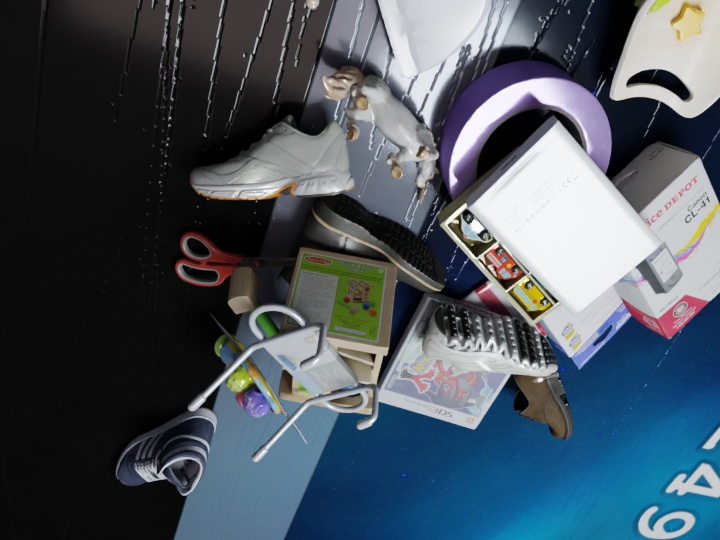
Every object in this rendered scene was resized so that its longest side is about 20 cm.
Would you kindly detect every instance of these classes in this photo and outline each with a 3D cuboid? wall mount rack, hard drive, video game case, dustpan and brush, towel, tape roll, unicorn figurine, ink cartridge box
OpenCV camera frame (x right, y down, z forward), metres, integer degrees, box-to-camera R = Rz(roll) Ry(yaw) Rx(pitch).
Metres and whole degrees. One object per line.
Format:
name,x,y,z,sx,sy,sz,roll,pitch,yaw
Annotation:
wall mount rack,-0.080,0.133,0.691,0.170,0.076,0.201,-19,128,25
hard drive,0.232,-0.055,0.718,0.199,0.026,0.132,40,110,-20
video game case,0.136,0.139,0.934,0.177,0.023,0.204,18,119,-13
dustpan and brush,0.115,-0.304,0.658,0.194,0.058,0.142,-16,125,12
towel,0.203,0.077,0.924,0.198,0.023,0.144,-36,119,16
tape roll,0.194,-0.140,0.759,0.193,0.066,0.205,-4,123,-5
unicorn figurine,0.042,-0.152,0.709,0.072,0.138,0.203,-26,108,22
ink cartridge box,0.392,-0.036,0.820,0.147,0.086,0.200,-42,120,2
ink cartridge box,0.292,0.032,0.874,0.119,0.042,0.201,-44,117,-3

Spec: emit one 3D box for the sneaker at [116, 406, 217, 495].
sneaker,-0.303,0.297,0.950,0.197,0.110,0.070,-34,120,15

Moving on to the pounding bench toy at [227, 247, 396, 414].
pounding bench toy,-0.066,0.075,0.778,0.193,0.127,0.158,10,137,-1

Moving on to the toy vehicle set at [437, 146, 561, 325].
toy vehicle set,0.200,-0.035,0.765,0.124,0.027,0.199,-39,115,18

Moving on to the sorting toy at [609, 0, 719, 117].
sorting toy,0.363,-0.260,0.689,0.194,0.108,0.183,9,129,-13

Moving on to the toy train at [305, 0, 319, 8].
toy train,-0.031,-0.362,0.599,0.196,0.056,0.151,-29,123,15

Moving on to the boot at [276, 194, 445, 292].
boot,0.000,0.000,0.827,0.197,0.078,0.139,32,119,-9

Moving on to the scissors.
scissors,-0.145,-0.003,0.808,0.193,0.014,0.075,10,116,4

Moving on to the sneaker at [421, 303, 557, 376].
sneaker,0.177,0.107,0.869,0.194,0.077,0.082,17,134,-10

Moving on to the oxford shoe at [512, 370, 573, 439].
oxford shoe,0.280,0.202,0.982,0.082,0.074,0.202,-22,128,12

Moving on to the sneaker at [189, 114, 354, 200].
sneaker,-0.104,-0.131,0.736,0.193,0.076,0.095,-3,97,5

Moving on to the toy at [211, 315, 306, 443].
toy,-0.149,0.146,0.820,0.047,0.199,0.117,-35,125,-12
